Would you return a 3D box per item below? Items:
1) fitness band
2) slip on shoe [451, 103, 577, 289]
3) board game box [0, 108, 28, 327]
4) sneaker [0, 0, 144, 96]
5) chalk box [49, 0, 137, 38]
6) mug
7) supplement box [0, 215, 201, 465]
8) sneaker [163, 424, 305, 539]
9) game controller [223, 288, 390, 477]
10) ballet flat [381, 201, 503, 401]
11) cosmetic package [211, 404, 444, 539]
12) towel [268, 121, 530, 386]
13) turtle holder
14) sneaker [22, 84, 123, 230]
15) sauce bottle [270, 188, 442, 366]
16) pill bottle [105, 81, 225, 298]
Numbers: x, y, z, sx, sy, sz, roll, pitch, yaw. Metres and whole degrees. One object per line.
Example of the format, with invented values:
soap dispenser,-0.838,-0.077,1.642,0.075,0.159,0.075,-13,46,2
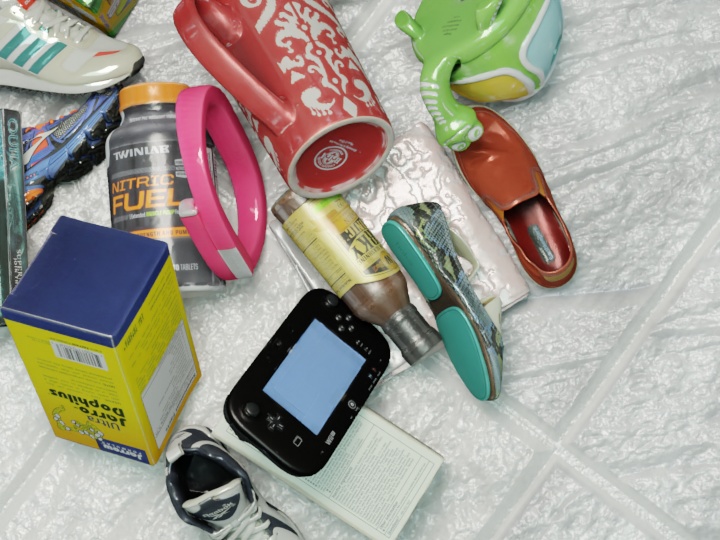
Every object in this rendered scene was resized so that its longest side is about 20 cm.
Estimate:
fitness band,-0.128,-0.077,1.171,0.037,0.200,0.145,-8,54,11
slip on shoe,0.150,-0.075,1.234,0.074,0.061,0.201,-28,84,0
board game box,-0.374,-0.045,1.206,0.134,0.028,0.202,-5,87,27
sneaker,-0.305,-0.225,1.215,0.198,0.070,0.094,7,122,15
chalk box,-0.247,-0.351,1.226,0.124,0.124,0.201,30,87,2
mug,-0.077,-0.170,1.164,0.176,0.134,0.201,-14,60,-26
supplement box,-0.225,0.066,1.138,0.109,0.201,0.109,13,52,15
sneaker,-0.117,0.231,1.179,0.079,0.130,0.200,-32,86,0
game controller,-0.044,0.098,1.149,0.104,0.042,0.200,33,43,3
ballet flat,0.095,0.023,1.199,0.074,0.074,0.201,-28,92,-1
cosmetic package,-0.030,0.166,1.212,0.199,0.073,0.104,34,86,3
towel,0.036,-0.014,1.246,0.190,0.032,0.201,-32,87,-2
turtle holder,0.124,-0.215,1.195,0.140,0.132,0.187,-23,43,29
sneaker,-0.308,-0.118,1.237,0.200,0.075,0.078,-43,83,-4
sauce bottle,0.000,0.000,1.198,0.065,0.065,0.200,-40,88,-2
pill bottle,-0.188,-0.075,1.215,0.105,0.106,0.202,-6,85,0
